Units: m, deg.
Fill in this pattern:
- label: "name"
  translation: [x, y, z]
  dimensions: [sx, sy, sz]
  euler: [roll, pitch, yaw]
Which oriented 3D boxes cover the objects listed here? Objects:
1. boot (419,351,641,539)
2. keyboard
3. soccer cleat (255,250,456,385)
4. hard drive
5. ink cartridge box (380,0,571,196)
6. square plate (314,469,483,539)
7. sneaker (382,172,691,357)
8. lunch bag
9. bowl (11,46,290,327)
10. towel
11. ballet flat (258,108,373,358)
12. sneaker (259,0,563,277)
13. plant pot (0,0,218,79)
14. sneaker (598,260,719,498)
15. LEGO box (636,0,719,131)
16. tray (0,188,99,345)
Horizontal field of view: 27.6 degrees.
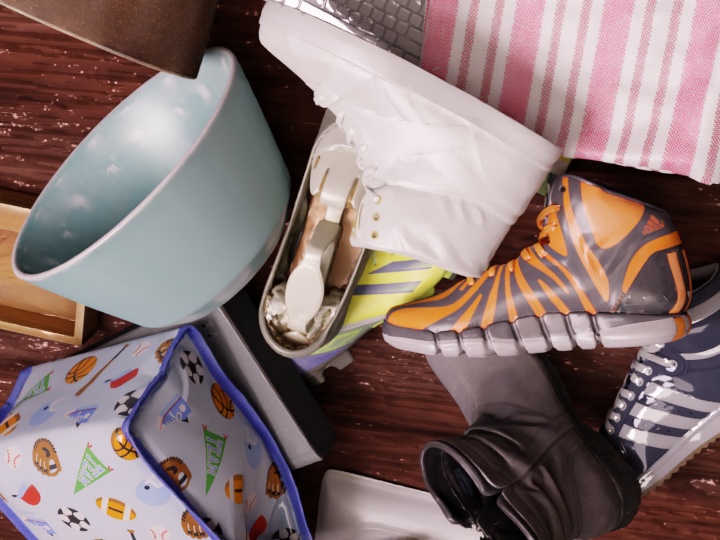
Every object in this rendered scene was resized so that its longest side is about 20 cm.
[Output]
- label: "boot"
  translation: [0.083, 0.104, 0.956]
  dimensions: [0.200, 0.132, 0.070]
  euler: [44, 124, 30]
- label: "keyboard"
  translation: [0.020, -0.160, 0.929]
  dimensions: [0.200, 0.011, 0.056]
  euler: [28, 113, 5]
- label: "soccer cleat"
  translation: [0.000, 0.001, 1.006]
  dimensions: [0.084, 0.065, 0.200]
  euler: [42, 115, -16]
- label: "hard drive"
  translation: [-0.129, 0.099, 1.063]
  dimensions: [0.200, 0.033, 0.140]
  euler: [-24, 103, 38]
- label: "ink cartridge box"
  translation: [0.102, -0.167, 0.936]
  dimensions: [0.145, 0.048, 0.200]
  euler: [26, 115, 4]
- label: "square plate"
  translation: [0.052, 0.263, 1.110]
  dimensions: [0.198, 0.028, 0.200]
  euler: [12, 112, 9]
- label: "sneaker"
  translation: [0.108, -0.005, 0.937]
  dimensions: [0.200, 0.078, 0.112]
  euler: [-6, 92, 15]
- label: "lunch bag"
  translation: [-0.144, 0.157, 1.010]
  dimensions: [0.170, 0.124, 0.200]
  euler: [-12, 124, 35]
- label: "bowl"
  translation: [-0.123, -0.041, 0.971]
  dimensions: [0.201, 0.201, 0.105]
  euler: [-35, 117, 22]
- label: "towel"
  translation: [0.130, -0.136, 0.873]
  dimensions: [0.200, 0.030, 0.146]
  euler: [12, 112, 18]
- label: "ballet flat"
  translation: [-0.014, -0.033, 0.944]
  dimensions: [0.067, 0.064, 0.200]
  euler: [21, 107, 8]
- label: "sneaker"
  translation: [0.006, -0.073, 0.879]
  dimensions: [0.200, 0.074, 0.116]
  euler: [31, 99, 8]
- label: "plant pot"
  translation: [-0.149, -0.249, 0.910]
  dimensions: [0.187, 0.187, 0.200]
  euler: [25, 98, 4]
- label: "sneaker"
  translation: [0.194, 0.076, 0.987]
  dimensions: [0.200, 0.070, 0.109]
  euler: [-39, 99, 18]
- label: "LEGO box"
  translation: [0.262, -0.154, 0.885]
  dimensions: [0.149, 0.077, 0.200]
  euler: [16, 112, 7]
- label: "tray"
  translation: [-0.291, -0.015, 1.088]
  dimensions: [0.200, 0.037, 0.099]
  euler: [12, 111, 8]
